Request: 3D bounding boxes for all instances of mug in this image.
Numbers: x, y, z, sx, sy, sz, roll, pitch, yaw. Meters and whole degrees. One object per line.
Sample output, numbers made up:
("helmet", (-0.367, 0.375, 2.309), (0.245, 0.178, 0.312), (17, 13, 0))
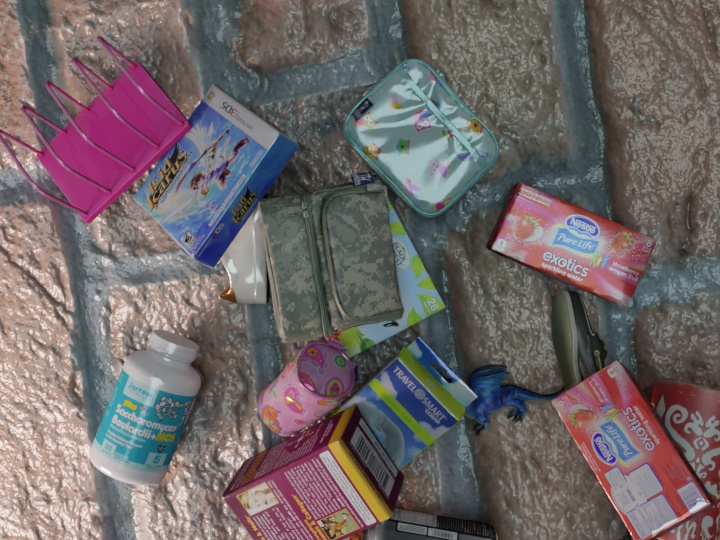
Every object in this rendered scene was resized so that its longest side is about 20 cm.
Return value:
("mug", (0.420, 0.260, 1.262), (0.133, 0.177, 0.200), (21, 78, -23))

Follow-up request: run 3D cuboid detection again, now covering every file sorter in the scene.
("file sorter", (-0.363, -0.193, 1.275), (0.200, 0.125, 0.139), (-42, 69, 4))

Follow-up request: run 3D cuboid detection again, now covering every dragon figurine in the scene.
("dragon figurine", (0.184, 0.165, 1.312), (0.200, 0.059, 0.100), (-19, 92, 5))

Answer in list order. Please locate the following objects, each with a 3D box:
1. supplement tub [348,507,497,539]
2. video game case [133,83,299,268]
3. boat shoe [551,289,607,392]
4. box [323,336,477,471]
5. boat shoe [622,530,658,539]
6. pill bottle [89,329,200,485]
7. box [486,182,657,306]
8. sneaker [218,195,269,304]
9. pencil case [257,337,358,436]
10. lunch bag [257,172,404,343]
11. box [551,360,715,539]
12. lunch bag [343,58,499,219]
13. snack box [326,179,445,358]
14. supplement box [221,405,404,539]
("supplement tub", (0.081, 0.394, 1.295), (0.200, 0.123, 0.123), (9, 93, 4))
("video game case", (-0.200, -0.131, 1.276), (0.200, 0.045, 0.181), (-54, 48, 4))
("boat shoe", (0.308, 0.123, 1.297), (0.060, 0.072, 0.201), (-6, 84, -10))
("box", (0.048, 0.198, 1.295), (0.122, 0.048, 0.200), (45, 115, 1))
("boat shoe", (0.401, 0.374, 1.302), (0.200, 0.072, 0.068), (-42, 94, 6))
("pill bottle", (-0.291, 0.187, 1.313), (0.111, 0.111, 0.200), (21, 93, 2))
("box", (0.281, -0.036, 1.279), (0.200, 0.095, 0.100), (24, 93, 2))
("sneaker", (-0.170, -0.051, 1.315), (0.085, 0.073, 0.200), (0, 94, 1))
("pencil case", (-0.073, 0.158, 1.258), (0.087, 0.200, 0.088), (9, 63, -18))
("lunch bag", (-0.036, -0.015, 1.216), (0.168, 0.139, 0.200), (-9, 91, -5))
("box", (0.337, 0.225, 1.170), (0.103, 0.095, 0.200), (-35, 66, 13))
("lunch bag", (0.082, -0.184, 1.293), (0.160, 0.077, 0.200), (-43, 90, 4))
("snack box", (0.000, 0.000, 1.311), (0.169, 0.068, 0.200), (-27, 92, 5))
("supplement box", (-0.062, 0.293, 1.275), (0.200, 0.103, 0.131), (-28, 102, 21))
